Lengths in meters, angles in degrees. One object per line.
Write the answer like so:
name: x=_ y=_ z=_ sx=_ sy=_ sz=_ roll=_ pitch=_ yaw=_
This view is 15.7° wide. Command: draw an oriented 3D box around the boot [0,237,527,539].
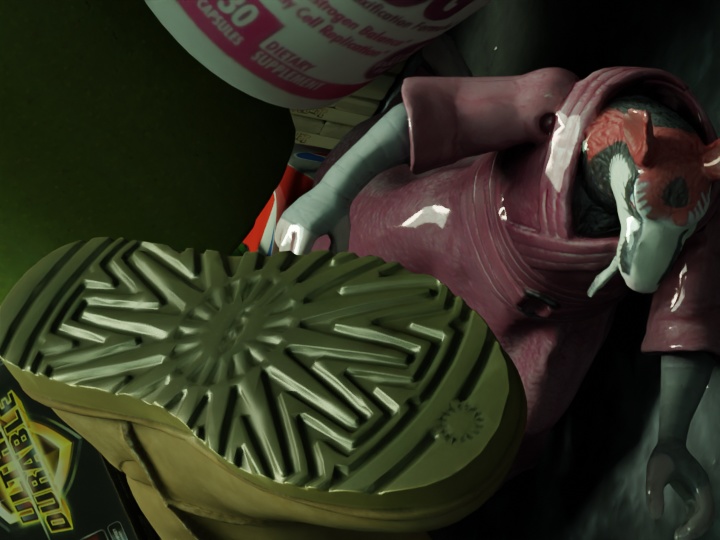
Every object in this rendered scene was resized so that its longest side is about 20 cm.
boot: x=0.008 y=0.078 z=0.710 sx=0.175 sy=0.200 sz=0.066 roll=18 pitch=61 yaw=43

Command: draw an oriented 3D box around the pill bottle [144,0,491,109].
pill bottle: x=0.030 y=-0.139 z=0.733 sx=0.200 sy=0.113 sz=0.114 roll=-32 pitch=44 yaw=34

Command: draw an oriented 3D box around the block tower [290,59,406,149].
block tower: x=-0.022 y=-0.084 z=1.072 sx=0.200 sy=0.054 sz=0.058 roll=125 pitch=152 yaw=-56

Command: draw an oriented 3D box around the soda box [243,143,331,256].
soda box: x=0.000 y=0.000 z=0.928 sx=0.200 sy=0.063 sz=0.070 roll=-146 pitch=66 yaw=-71

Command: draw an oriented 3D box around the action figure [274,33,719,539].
action figure: x=0.061 y=-0.010 z=0.728 sx=0.149 sy=0.134 sz=0.200 roll=-50 pitch=7 yaw=-29

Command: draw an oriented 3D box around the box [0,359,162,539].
box: x=-0.058 y=0.125 z=0.811 sx=0.201 sy=0.046 sz=0.159 roll=65 pitch=-177 yaw=10

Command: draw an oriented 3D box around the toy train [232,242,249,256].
toy train: x=-0.046 y=0.023 z=0.859 sx=0.200 sy=0.056 sz=0.042 roll=-130 pitch=46 yaw=-69

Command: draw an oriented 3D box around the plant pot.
plant pot: x=-0.123 y=-0.074 z=0.823 sx=0.200 sy=0.190 sz=0.200 roll=-35 pitch=25 yaw=19
